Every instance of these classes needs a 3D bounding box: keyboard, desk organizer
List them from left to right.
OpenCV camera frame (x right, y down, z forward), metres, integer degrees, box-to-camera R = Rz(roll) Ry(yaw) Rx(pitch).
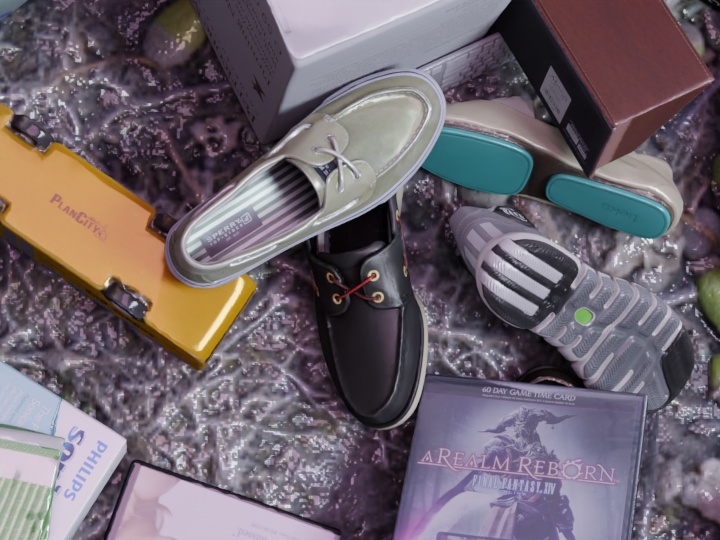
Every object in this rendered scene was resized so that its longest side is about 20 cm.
[{"bbox_3d":[0.082,-0.143,1.118,0.200,0.056,0.011,-26,81,-11],"label":"keyboard"},{"bbox_3d":[0.134,-0.169,1.062,0.077,0.072,0.200,-25,73,-13],"label":"desk organizer"}]

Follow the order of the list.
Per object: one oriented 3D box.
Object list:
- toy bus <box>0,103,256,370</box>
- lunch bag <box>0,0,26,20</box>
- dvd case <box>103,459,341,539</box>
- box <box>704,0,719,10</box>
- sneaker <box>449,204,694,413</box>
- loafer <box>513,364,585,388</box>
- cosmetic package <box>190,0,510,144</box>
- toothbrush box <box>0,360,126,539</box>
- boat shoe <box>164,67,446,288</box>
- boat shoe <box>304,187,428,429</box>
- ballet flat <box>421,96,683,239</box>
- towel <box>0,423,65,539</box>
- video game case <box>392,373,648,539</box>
[{"bbox_3d":[-0.164,-0.020,1.052,0.200,0.078,0.065,34,79,-2],"label":"toy bus"},{"bbox_3d":[-0.219,-0.234,1.031,0.200,0.170,0.122,-38,95,-12],"label":"lunch bag"},{"bbox_3d":[-0.110,0.235,1.049,0.142,0.018,0.201,20,79,-5],"label":"dvd case"},{"bbox_3d":[0.212,-0.289,1.112,0.200,0.149,0.125,32,78,-2],"label":"box"},{"bbox_3d":[0.132,0.011,1.093,0.075,0.116,0.200,-48,126,7],"label":"sneaker"},{"bbox_3d":[0.099,0.154,1.065,0.073,0.071,0.200,24,79,-4],"label":"loafer"},{"bbox_3d":[-0.014,-0.203,1.040,0.166,0.200,0.168,-25,85,-11],"label":"cosmetic package"},{"bbox_3d":[-0.261,0.114,1.012,0.200,0.085,0.147,31,79,-2],"label":"toothbrush box"},{"bbox_3d":[-0.027,-0.052,1.004,0.200,0.062,0.072,-38,97,-9],"label":"boat shoe"},{"bbox_3d":[-0.003,0.000,1.069,0.073,0.063,0.202,-8,79,21],"label":"boat shoe"},{"bbox_3d":[0.121,-0.078,1.116,0.200,0.069,0.070,20,79,-6],"label":"ballet flat"},{"bbox_3d":[-0.258,0.179,0.952,0.152,0.023,0.201,12,84,-5],"label":"towel"},{"bbox_3d":[0.092,0.158,1.010,0.142,0.019,0.200,5,59,13],"label":"video game case"}]
